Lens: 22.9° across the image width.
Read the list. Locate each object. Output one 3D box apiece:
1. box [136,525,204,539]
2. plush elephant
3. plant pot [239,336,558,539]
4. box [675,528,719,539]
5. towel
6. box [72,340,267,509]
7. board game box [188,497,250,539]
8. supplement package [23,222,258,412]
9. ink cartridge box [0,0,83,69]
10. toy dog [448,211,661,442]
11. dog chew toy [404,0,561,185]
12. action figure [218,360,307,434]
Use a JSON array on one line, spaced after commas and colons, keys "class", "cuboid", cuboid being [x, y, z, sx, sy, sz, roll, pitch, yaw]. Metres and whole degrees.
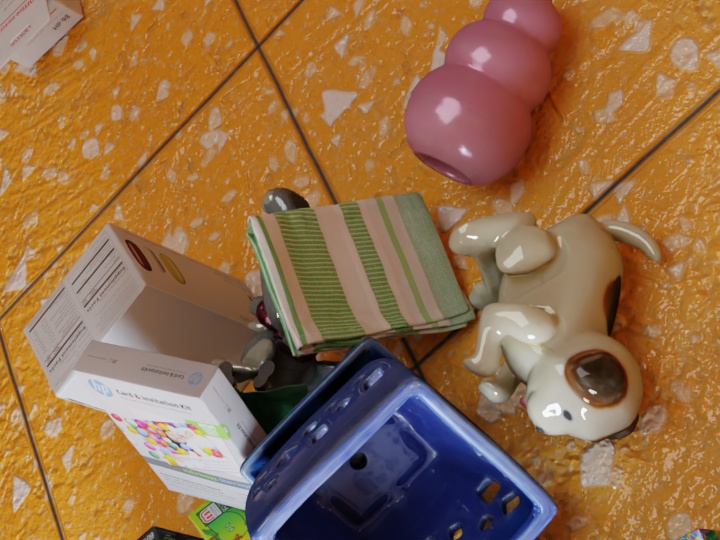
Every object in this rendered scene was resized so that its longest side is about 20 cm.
[{"class": "box", "cuboid": [-0.182, 0.374, 1.766, 0.122, 0.106, 0.200, -42, 49, 22]}, {"class": "plush elephant", "cuboid": [-0.060, 0.052, 1.748, 0.155, 0.165, 0.200, -35, 49, 31]}, {"class": "plant pot", "cuboid": [0.019, 0.188, 1.562, 0.200, 0.200, 0.180, -45, 22, 1]}, {"class": "box", "cuboid": [0.248, 0.331, 1.360, 0.193, 0.122, 0.200, -36, 60, 28]}, {"class": "towel", "cuboid": [0.000, 0.000, 1.683, 0.023, 0.200, 0.153, -51, 56, 51]}, {"class": "box", "cuboid": [-0.156, 0.150, 1.659, 0.156, 0.200, 0.041, 9, 54, 34]}, {"class": "board game box", "cuboid": [-0.082, 0.305, 1.699, 0.048, 0.102, 0.200, -37, 45, -10]}, {"class": "supplement package", "cuboid": [-0.216, 0.068, 1.860, 0.156, 0.200, 0.111, -50, 47, 15]}, {"class": "ink cartridge box", "cuboid": [-0.433, -0.351, 2.335, 0.116, 0.067, 0.200, -38, 50, 25]}, {"class": "toy dog", "cuboid": [0.182, 0.060, 1.563, 0.194, 0.140, 0.200, -12, 56, -2]}, {"class": "dog chew toy", "cuboid": [0.127, -0.184, 1.714, 0.125, 0.125, 0.200, 22, 80, 46]}, {"class": "action figure", "cuboid": [-0.091, 0.163, 1.726, 0.118, 0.200, 0.055, 1, 50, 12]}]
